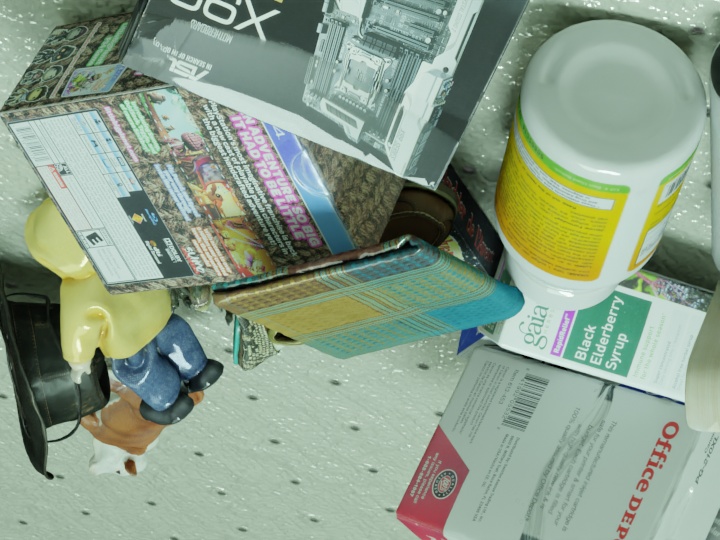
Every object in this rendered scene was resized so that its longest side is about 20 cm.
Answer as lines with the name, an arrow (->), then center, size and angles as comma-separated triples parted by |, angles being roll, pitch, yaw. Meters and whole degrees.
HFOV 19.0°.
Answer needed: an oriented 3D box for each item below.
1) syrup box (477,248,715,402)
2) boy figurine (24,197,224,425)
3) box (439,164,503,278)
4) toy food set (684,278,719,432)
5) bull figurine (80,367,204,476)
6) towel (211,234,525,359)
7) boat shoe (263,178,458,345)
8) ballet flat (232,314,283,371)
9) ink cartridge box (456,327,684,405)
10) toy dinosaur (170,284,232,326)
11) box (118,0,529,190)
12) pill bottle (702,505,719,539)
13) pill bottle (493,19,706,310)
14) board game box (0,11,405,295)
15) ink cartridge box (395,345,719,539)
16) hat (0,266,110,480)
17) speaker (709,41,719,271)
syrup box -> 0.190, 0.038, 1.497 | 0.200, 0.079, 0.081 | 17, -176, -11
boy figurine -> -0.188, 0.029, 1.629 | 0.064, 0.124, 0.200 | 2, 136, 49
box -> 0.008, -0.040, 1.504 | 0.136, 0.038, 0.200 | -3, 147, 27
toy food set -> 0.301, 0.042, 1.388 | 0.143, 0.200, 0.061 | 0, 121, 23
bull figurine -> -0.205, 0.112, 1.829 | 0.121, 0.065, 0.200 | 28, 145, -17
towel -> 0.010, 0.017, 1.375 | 0.146, 0.022, 0.200 | -14, 163, 20
boat shoe -> 0.000, 0.000, 1.467 | 0.072, 0.068, 0.200 | 25, 149, -21
ballet flat -> -0.072, 0.016, 1.613 | 0.075, 0.068, 0.200 | 0, 146, 7
ink cartridge box -> 0.182, 0.068, 1.617 | 0.200, 0.044, 0.094 | 22, 151, -17
toy dinosaur -> -0.125, -0.006, 1.518 | 0.200, 0.047, 0.088 | 37, 161, 57
box -> -0.016, -0.155, 1.210 | 0.200, 0.050, 0.158 | 22, 108, -15
pill bottle -> 0.302, 0.172, 1.574 | 0.114, 0.200, 0.114 | 39, 167, 11
pill bottle -> 0.142, -0.057, 1.345 | 0.111, 0.111, 0.200 | 12, 151, 2
board game box -> -0.097, -0.081, 1.370 | 0.200, 0.097, 0.160 | -6, 130, 28
ink cartridge box -> 0.149, 0.154, 1.534 | 0.200, 0.145, 0.084 | 16, 162, 37
hat -> -0.240, 0.068, 1.699 | 0.081, 0.201, 0.201 | -16, 153, -12
speaker -> 0.254, -0.066, 1.317 | 0.081, 0.081, 0.200 | 5, 150, 13
